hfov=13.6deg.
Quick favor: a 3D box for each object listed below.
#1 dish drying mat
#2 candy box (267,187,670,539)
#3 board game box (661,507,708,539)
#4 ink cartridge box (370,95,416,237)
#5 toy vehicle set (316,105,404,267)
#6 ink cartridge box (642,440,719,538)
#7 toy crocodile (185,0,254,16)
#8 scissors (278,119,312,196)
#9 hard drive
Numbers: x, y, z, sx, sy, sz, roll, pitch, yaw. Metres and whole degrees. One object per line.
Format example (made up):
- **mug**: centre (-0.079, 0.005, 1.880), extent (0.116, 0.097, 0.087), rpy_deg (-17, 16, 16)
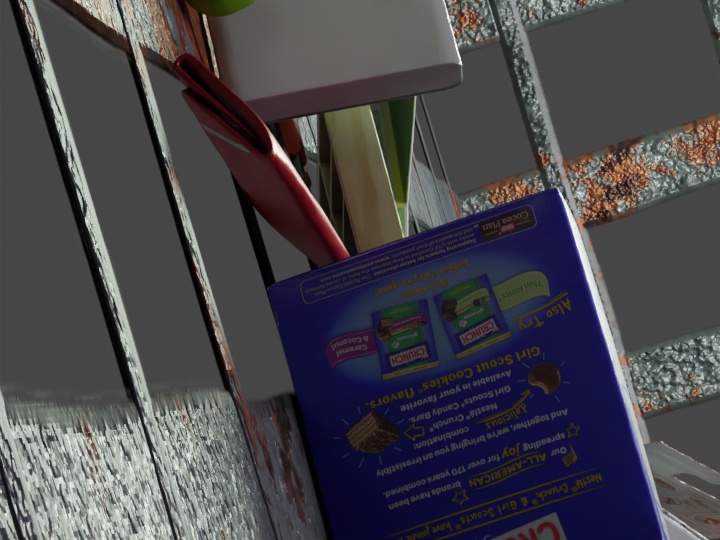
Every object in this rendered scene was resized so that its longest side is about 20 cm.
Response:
- **dish drying mat**: centre (-0.048, -0.047, 1.558), extent (0.077, 0.018, 0.200), rpy_deg (41, -7, 21)
- **candy box**: centre (0.058, 0.082, 1.580), extent (0.077, 0.168, 0.201), rpy_deg (51, 23, -67)
- **board game box**: centre (0.124, 0.223, 1.638), extent (0.126, 0.034, 0.201), rpy_deg (35, 75, -41)
- **ink cartridge box**: centre (0.006, -0.077, 1.914), extent (0.146, 0.048, 0.201), rpy_deg (-98, -173, -56)
- **toy vehicle set**: centre (0.000, 0.000, 1.744), extent (0.201, 0.026, 0.125), rpy_deg (91, -13, -55)
- **ink cartridge box**: centre (0.146, 0.115, 1.758), extent (0.160, 0.199, 0.050), rpy_deg (27, 62, -39)
- **toy crocodile**: centre (-0.096, -0.235, 1.630), extent (0.068, 0.061, 0.201), rpy_deg (14, 55, -84)
- **scissors**: centre (-0.042, -0.070, 1.892), extent (0.073, 0.014, 0.201), rpy_deg (70, 6, -54)
- **hard drive**: centre (-0.027, -0.176, 1.709), extent (0.027, 0.131, 0.201), rpy_deg (85, -7, -55)
